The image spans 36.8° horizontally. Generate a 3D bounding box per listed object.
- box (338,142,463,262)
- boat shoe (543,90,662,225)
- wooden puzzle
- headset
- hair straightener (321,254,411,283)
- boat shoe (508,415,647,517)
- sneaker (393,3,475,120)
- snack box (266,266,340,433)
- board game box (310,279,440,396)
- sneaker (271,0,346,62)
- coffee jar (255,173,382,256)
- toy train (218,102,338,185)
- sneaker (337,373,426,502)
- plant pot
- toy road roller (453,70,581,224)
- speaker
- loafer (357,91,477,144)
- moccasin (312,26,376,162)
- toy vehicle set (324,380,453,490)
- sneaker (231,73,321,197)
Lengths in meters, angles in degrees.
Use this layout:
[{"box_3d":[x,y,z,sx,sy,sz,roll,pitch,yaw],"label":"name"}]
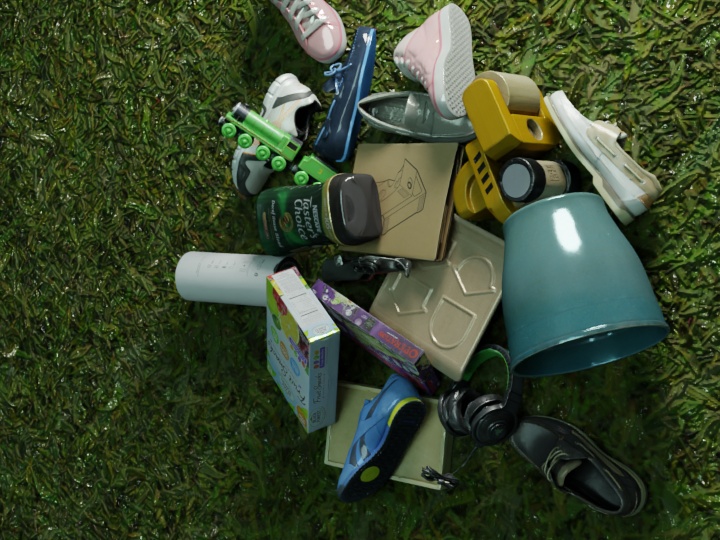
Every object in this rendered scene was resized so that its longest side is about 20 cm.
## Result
[{"box_3d":[0.055,-0.101,1.541,0.199,0.021,0.165,7,85,47],"label":"box"},{"box_3d":[0.313,-0.157,1.396,0.068,0.075,0.201,-36,75,16],"label":"boat shoe"},{"box_3d":[0.119,0.027,1.506,0.185,0.046,0.202,32,102,38],"label":"wooden puzzle"},{"box_3d":[0.145,0.192,1.448,0.123,0.093,0.202,9,77,57],"label":"headset"},{"box_3d":[0.000,0.000,1.536,0.199,0.076,0.041,3,90,56],"label":"hair straightener"},{"box_3d":[0.273,0.248,1.395,0.199,0.073,0.075,27,101,31],"label":"boat shoe"},{"box_3d":[0.099,-0.272,1.502,0.104,0.075,0.202,-24,46,33],"label":"sneaker"},{"box_3d":[-0.085,0.116,1.559,0.143,0.053,0.201,54,153,38],"label":"snack box"},{"box_3d":[0.020,0.095,1.536,0.199,0.120,0.032,33,80,29],"label":"board game box"},{"box_3d":[-0.100,-0.405,1.633,0.075,0.104,0.202,-33,73,25],"label":"sneaker"},{"box_3d":[-0.059,-0.080,1.567,0.199,0.085,0.105,-8,90,43],"label":"coffee jar"},{"box_3d":[-0.121,-0.182,1.626,0.199,0.042,0.057,33,107,-9],"label":"toy train"},{"box_3d":[0.020,0.237,1.535,0.201,0.066,0.079,-60,41,18],"label":"sneaker"},{"box_3d":[0.261,0.014,1.352,0.199,0.199,0.190,-23,69,29],"label":"plant pot"},{"box_3d":[0.185,-0.150,1.445,0.145,0.122,0.202,-30,73,39],"label":"toy road roller"},{"box_3d":[-0.193,0.013,1.692,0.198,0.081,0.082,3,89,32],"label":"speaker"},{"box_3d":[0.086,-0.218,1.535,0.198,0.070,0.071,8,92,32],"label":"loafer"},{"box_3d":[-0.027,-0.263,1.596,0.068,0.080,0.202,16,96,11],"label":"moccasin"},{"box_3d":[0.040,0.235,1.568,0.198,0.026,0.126,7,91,32],"label":"toy vehicle set"},{"box_3d":[-0.131,-0.199,1.669,0.080,0.074,0.201,34,106,26],"label":"sneaker"}]
